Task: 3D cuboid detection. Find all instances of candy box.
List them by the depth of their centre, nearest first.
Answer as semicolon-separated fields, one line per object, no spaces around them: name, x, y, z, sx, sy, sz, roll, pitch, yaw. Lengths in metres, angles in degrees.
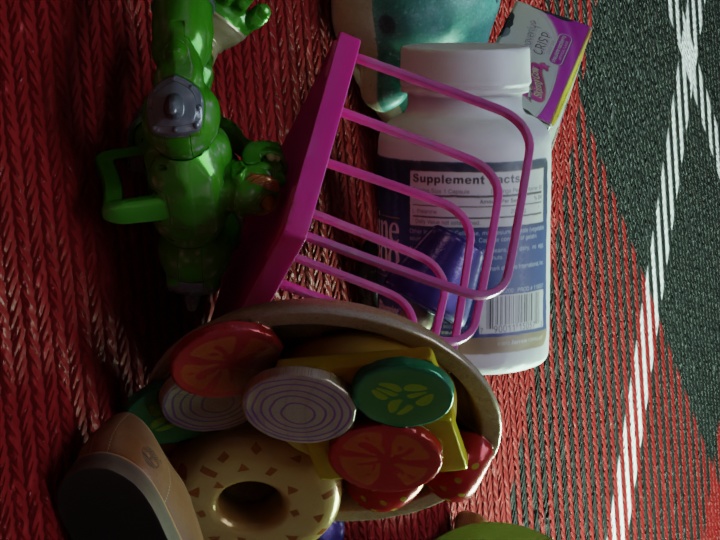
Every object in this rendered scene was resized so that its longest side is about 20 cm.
candy box;0.094;-0.065;1.823;0.137;0.061;0.201;-64;171;-52

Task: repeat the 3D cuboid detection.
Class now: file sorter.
file sorter;0.000;0.000;1.448;0.200;0.125;0.140;121;-13;-52

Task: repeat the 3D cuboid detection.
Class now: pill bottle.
pill bottle;0.065;-0.041;1.664;0.111;0.110;0.202;-21;112;-69

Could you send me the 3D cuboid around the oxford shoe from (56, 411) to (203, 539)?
oxford shoe;-0.098;0.162;1.388;0.071;0.071;0.201;-71;151;-55

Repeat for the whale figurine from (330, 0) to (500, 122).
whale figurine;0.049;-0.151;1.752;0.159;0.103;0.201;-62;146;-54

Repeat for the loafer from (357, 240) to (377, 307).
loafer;0.052;0.056;1.790;0.068;0.070;0.201;-80;158;-48

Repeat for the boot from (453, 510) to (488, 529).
boot;0.068;0.279;1.850;0.200;0.068;0.190;-67;152;-84

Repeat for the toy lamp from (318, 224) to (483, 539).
toy lamp;0.013;0.068;1.590;0.201;0.058;0.058;-63;156;-2

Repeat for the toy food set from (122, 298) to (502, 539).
toy food set;-0.025;0.083;1.404;0.198;0.199;0.049;69;21;-48

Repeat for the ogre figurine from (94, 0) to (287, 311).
ogre figurine;-0.089;-0.067;1.395;0.120;0.097;0.201;-88;-165;-47

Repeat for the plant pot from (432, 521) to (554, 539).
plant pot;0.039;0.259;1.634;0.200;0.186;0.189;-2;90;-58
